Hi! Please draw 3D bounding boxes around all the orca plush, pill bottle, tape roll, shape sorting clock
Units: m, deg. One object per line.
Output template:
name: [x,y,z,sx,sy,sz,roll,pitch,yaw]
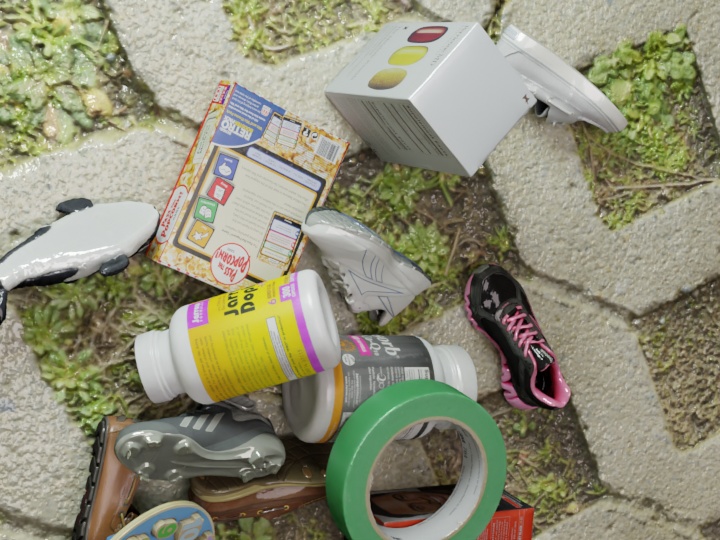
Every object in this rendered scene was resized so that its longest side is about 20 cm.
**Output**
orca plush: [-0.285,-0.001,1.305,0.200,0.105,0.072,-43,158,-39]
pill bottle: [-0.126,0.074,1.351,0.198,0.104,0.105,-17,108,5]
pill bottle: [0.022,0.130,1.459,0.198,0.116,0.118,1,98,-27]
tape roll: [0.061,0.219,1.410,0.198,0.048,0.203,-8,108,-26]
shape sorting clock: [-0.224,0.326,1.360,0.200,0.039,0.201,-40,147,-33]

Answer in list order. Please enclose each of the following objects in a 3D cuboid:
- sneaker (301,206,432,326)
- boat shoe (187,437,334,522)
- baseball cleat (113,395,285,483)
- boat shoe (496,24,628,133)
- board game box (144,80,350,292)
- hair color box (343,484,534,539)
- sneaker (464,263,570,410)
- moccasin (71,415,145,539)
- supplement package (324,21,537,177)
sneaker: [0.000,0.000,1.432,0.087,0.074,0.200,-53,134,0]
boat shoe: [-0.096,0.234,1.450,0.198,0.072,0.068,-4,129,-24]
baseball cleat: [-0.174,0.170,1.374,0.198,0.107,0.070,15,122,-37]
boat shoe: [0.228,-0.206,1.537,0.199,0.072,0.069,29,107,-34]
board game box: [-0.117,-0.076,1.392,0.150,0.046,0.202,25,87,-28]
hair color box: [0.091,0.294,1.530,0.198,0.101,0.062,-1,101,-27]
sneaker: [0.192,0.082,1.549,0.079,0.095,0.201,-33,110,-16]
moccasin: [-0.254,0.254,1.370,0.077,0.074,0.204,14,83,-20]
supplement package: [0.070,-0.183,1.381,0.114,0.199,0.110,-48,116,-12]
